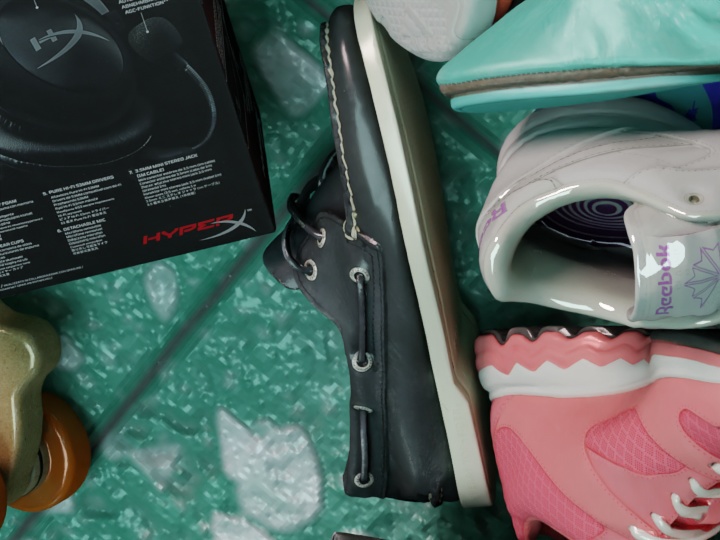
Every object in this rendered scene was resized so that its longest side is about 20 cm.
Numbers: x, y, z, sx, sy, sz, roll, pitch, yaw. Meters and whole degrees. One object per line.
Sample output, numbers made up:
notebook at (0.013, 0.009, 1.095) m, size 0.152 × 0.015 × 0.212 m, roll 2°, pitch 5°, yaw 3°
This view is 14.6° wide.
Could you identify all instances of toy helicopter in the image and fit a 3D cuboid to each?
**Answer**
toy helicopter at (-0.173, 0.005, 1.071) m, size 0.132 × 0.079 × 0.200 m, roll 14°, pitch 109°, yaw 23°

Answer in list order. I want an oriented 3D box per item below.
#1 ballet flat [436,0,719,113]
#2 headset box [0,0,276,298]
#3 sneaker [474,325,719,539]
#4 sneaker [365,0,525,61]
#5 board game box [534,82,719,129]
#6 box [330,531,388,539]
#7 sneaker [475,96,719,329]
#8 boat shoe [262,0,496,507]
ballet flat at (0.120, -0.086, 0.865) m, size 0.200 × 0.067 × 0.071 m, roll -1°, pitch 94°, yaw 19°
headset box at (-0.124, -0.089, 0.931) m, size 0.149 × 0.077 × 0.200 m, roll -14°, pitch 131°, yaw 4°
sneaker at (0.110, 0.061, 0.936) m, size 0.200 × 0.074 × 0.087 m, roll -2°, pitch 89°, yaw 60°
sneaker at (0.062, -0.142, 0.871) m, size 0.077 × 0.082 × 0.200 m, roll 56°, pitch 149°, yaw 7°
board game box at (0.168, -0.078, 0.909) m, size 0.152 × 0.045 × 0.200 m, roll 35°, pitch 122°, yaw 0°
box at (0.082, 0.186, 0.995) m, size 0.200 × 0.124 × 0.149 m, roll 8°, pitch 158°, yaw 15°
sneaker at (0.132, -0.007, 0.874) m, size 0.200 × 0.100 × 0.075 m, roll 0°, pitch 115°, yaw 19°
boat shoe at (0.000, -0.001, 0.992) m, size 0.066 × 0.075 × 0.200 m, roll -8°, pitch 123°, yaw 10°
